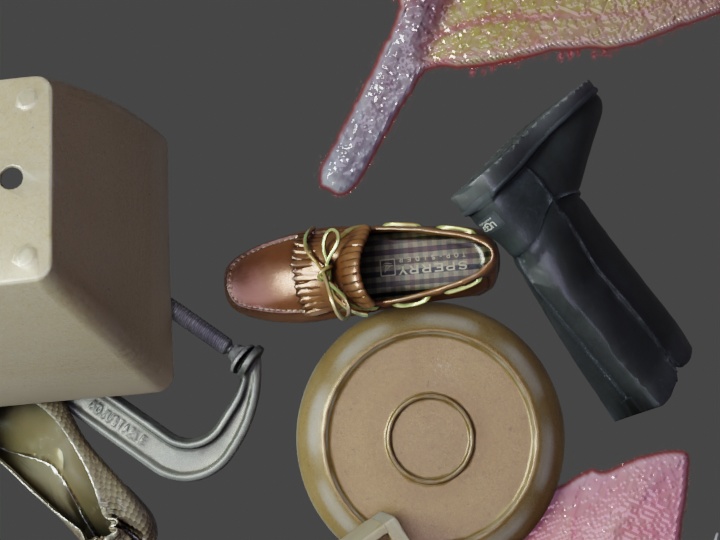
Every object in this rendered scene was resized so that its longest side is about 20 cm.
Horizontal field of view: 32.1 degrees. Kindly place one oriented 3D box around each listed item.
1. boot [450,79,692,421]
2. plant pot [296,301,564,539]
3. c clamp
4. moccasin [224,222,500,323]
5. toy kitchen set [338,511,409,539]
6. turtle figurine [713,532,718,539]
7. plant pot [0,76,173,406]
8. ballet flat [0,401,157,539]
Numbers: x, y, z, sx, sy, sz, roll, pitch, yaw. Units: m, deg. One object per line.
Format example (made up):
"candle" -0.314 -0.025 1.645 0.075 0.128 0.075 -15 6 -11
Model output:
"boot" 0.173 -0.017 0.893 0.200 0.066 0.165 50 57 -3
"plant pot" 0.051 0.122 0.911 0.198 0.027 0.202 0 83 3
"c clamp" -0.151 0.050 0.927 0.200 0.027 0.171 39 87 6
"moccasin" 0.000 0.002 0.898 0.200 0.078 0.074 0 83 6
"toy kitchen set" 0.019 0.282 0.779 0.163 0.200 0.181 -32 94 -15
"turtle figurine" 0.221 0.276 0.855 0.149 0.100 0.201 20 86 -36
"plant pot" -0.246 -0.025 0.844 0.198 0.177 0.202 -6 73 4
"ballet flat" -0.227 0.139 0.908 0.200 0.046 0.067 46 103 5
